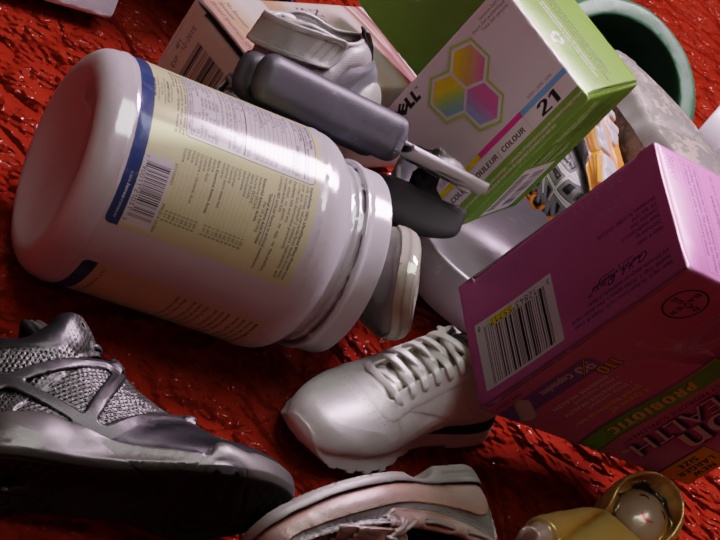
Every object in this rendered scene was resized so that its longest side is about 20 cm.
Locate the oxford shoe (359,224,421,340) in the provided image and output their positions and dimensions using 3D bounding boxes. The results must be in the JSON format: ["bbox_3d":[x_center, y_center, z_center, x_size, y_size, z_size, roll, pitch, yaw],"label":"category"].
[{"bbox_3d":[0.000,0.000,1.221,0.058,0.075,0.200,11,8,-13],"label":"oxford shoe"}]

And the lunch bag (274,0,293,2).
[{"bbox_3d":[-0.089,-0.279,1.440,0.160,0.200,0.076,38,64,-1],"label":"lunch bag"}]

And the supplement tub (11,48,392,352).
[{"bbox_3d":[-0.096,-0.037,1.142,0.200,0.145,0.145,20,34,-26],"label":"supplement tub"}]

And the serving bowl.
[{"bbox_3d":[0.095,-0.006,1.376,0.200,0.066,0.200,26,32,-18],"label":"serving bowl"}]

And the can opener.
[{"bbox_3d":[0.000,-0.077,1.228,0.200,0.067,0.053,23,-3,-33],"label":"can opener"}]

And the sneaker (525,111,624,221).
[{"bbox_3d":[0.158,-0.059,1.384,0.078,0.077,0.200,37,38,-52],"label":"sneaker"}]

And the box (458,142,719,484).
[{"bbox_3d":[0.196,0.035,1.179,0.200,0.176,0.097,22,45,-36],"label":"box"}]

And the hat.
[{"bbox_3d":[0.200,-0.155,1.741,0.165,0.176,0.200,31,68,-13],"label":"hat"}]

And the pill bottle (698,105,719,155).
[{"bbox_3d":[0.384,-0.061,1.698,0.200,0.120,0.120,41,30,8],"label":"pill bottle"}]

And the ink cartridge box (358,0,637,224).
[{"bbox_3d":[0.075,-0.158,1.326,0.076,0.148,0.200,-21,70,-51],"label":"ink cartridge box"}]

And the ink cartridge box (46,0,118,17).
[{"bbox_3d":[-0.218,-0.295,1.322,0.161,0.200,0.050,13,20,-34],"label":"ink cartridge box"}]

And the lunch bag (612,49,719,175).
[{"bbox_3d":[0.237,-0.061,1.483,0.200,0.117,0.164,55,8,-49],"label":"lunch bag"}]

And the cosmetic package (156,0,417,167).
[{"bbox_3d":[-0.044,-0.138,1.393,0.200,0.087,0.103,-7,50,-50],"label":"cosmetic package"}]

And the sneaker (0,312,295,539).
[{"bbox_3d":[-0.128,0.082,1.014,0.199,0.076,0.114,13,44,-26],"label":"sneaker"}]

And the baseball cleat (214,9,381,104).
[{"bbox_3d":[-0.082,-0.116,1.244,0.200,0.107,0.070,-21,32,-23],"label":"baseball cleat"}]

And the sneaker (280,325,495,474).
[{"bbox_3d":[0.031,0.072,1.189,0.200,0.081,0.076,-11,56,-50],"label":"sneaker"}]

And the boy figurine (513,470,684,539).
[{"bbox_3d":[0.157,0.192,1.169,0.124,0.064,0.200,38,32,11],"label":"boy figurine"}]

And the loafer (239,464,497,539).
[{"bbox_3d":[0.016,0.155,1.073,0.200,0.072,0.063,-3,55,-52],"label":"loafer"}]
